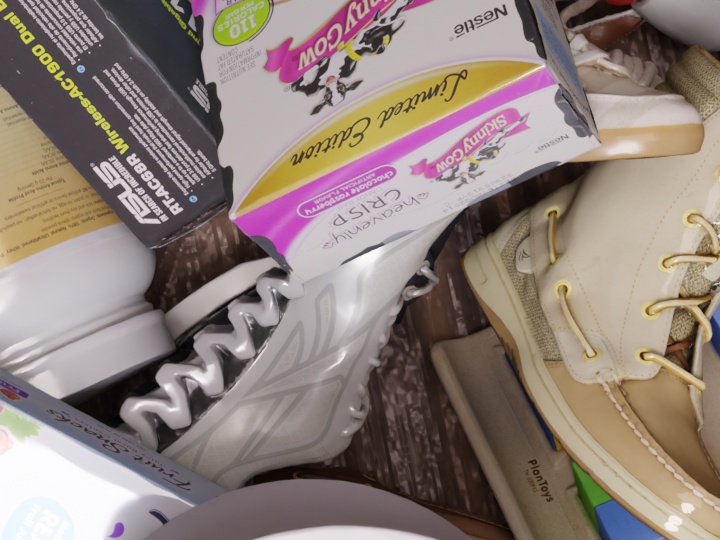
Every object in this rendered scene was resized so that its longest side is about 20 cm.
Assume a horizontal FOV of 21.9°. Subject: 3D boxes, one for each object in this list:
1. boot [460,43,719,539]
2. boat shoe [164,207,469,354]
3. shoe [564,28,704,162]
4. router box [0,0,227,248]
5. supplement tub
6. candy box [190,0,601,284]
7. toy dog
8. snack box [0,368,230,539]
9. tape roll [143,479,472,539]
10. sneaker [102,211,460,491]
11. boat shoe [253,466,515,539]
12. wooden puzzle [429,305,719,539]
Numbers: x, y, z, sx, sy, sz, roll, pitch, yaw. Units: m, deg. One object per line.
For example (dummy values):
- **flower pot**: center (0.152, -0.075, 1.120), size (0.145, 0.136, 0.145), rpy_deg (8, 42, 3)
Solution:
- **boot**: center (0.138, 0.007, 0.763), size (0.155, 0.200, 0.073), rpy_deg (-44, 129, 13)
- **boat shoe**: center (0.000, 0.000, 0.849), size (0.199, 0.074, 0.061), rpy_deg (-32, 83, 7)
- **shoe**: center (0.050, -0.081, 0.774), size (0.199, 0.070, 0.054), rpy_deg (13, 107, 34)
- **router box**: center (-0.116, -0.130, 0.789), size (0.062, 0.150, 0.200), rpy_deg (-30, 115, 24)
- **supplement tub**: center (-0.178, -0.027, 0.817), size (0.144, 0.144, 0.201), rpy_deg (-26, 88, -4)
- **candy box**: center (0.003, -0.112, 0.747), size (0.136, 0.061, 0.201), rpy_deg (-25, 54, 16)
- **toy dog**: center (0.076, -0.139, 0.879), size (0.200, 0.096, 0.132), rpy_deg (36, 77, -13)
- **snack box**: center (-0.129, 0.129, 0.736), size (0.199, 0.053, 0.143), rpy_deg (29, 96, -6)
- **tape roll**: center (-0.013, 0.180, 0.647), size (0.201, 0.139, 0.204), rpy_deg (0, 89, -7)
- **sneaker**: center (-0.018, 0.030, 0.785), size (0.200, 0.075, 0.081), rpy_deg (-44, 89, 11)
- **boat shoe**: center (-0.004, 0.119, 0.848), size (0.199, 0.068, 0.072), rpy_deg (8, 129, 4)
- **wooden puzzle**: center (0.149, 0.058, 0.828), size (0.199, 0.046, 0.186), rpy_deg (-19, 47, -6)
